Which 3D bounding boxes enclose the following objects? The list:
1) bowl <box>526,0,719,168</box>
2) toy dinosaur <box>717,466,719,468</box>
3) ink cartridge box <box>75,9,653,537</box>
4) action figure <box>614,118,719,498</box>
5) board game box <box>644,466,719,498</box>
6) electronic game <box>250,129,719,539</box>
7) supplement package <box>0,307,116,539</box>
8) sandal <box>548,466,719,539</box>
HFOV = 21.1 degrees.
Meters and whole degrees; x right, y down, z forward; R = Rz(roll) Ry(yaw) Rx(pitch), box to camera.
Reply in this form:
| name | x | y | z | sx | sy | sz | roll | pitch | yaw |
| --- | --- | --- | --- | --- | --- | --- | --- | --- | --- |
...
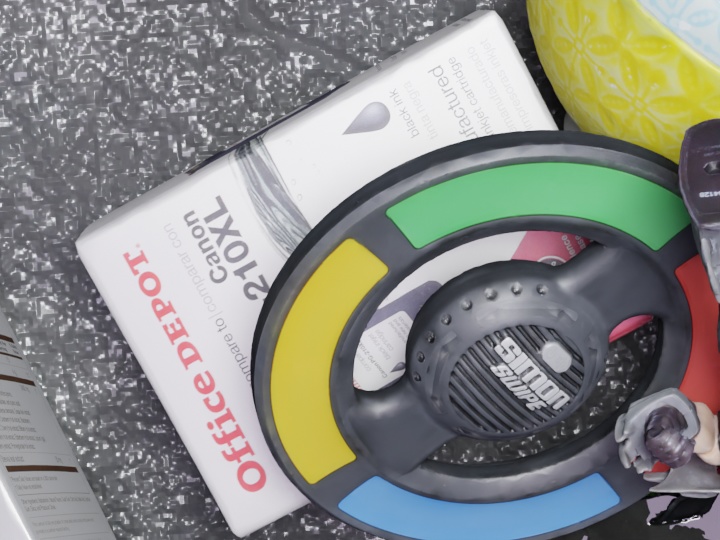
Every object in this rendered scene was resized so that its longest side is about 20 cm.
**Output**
| name | x | y | z | sx | sy | sz | roll | pitch | yaw |
| --- | --- | --- | --- | --- | --- | --- | --- | --- | --- |
| bowl | 0.142 | -0.081 | 0.785 | 0.199 | 0.201 | 0.108 | 29 | 127 | -4 |
| toy dinosaur | 0.186 | 0.085 | 0.839 | 0.101 | 0.058 | 0.200 | 39 | 95 | 11 |
| ink cartridge box | 0.000 | 0.000 | 0.822 | 0.199 | 0.084 | 0.145 | -28 | 97 | 3 |
| action figure | 0.153 | 0.033 | 0.700 | 0.129 | 0.070 | 0.201 | -13 | 129 | 1 |
| board game box | 0.212 | 0.127 | 0.873 | 0.199 | 0.023 | 0.106 | -9 | 99 | 1 |
| electronic game | 0.057 | 0.033 | 0.742 | 0.199 | 0.042 | 0.201 | -5 | 127 | -7 |
| supplement package | -0.198 | 0.071 | 0.789 | 0.121 | 0.120 | 0.201 | -29 | 81 | 4 |
| sandal | 0.158 | 0.110 | 0.791 | 0.199 | 0.045 | 0.076 | -19 | 81 | 11 |
